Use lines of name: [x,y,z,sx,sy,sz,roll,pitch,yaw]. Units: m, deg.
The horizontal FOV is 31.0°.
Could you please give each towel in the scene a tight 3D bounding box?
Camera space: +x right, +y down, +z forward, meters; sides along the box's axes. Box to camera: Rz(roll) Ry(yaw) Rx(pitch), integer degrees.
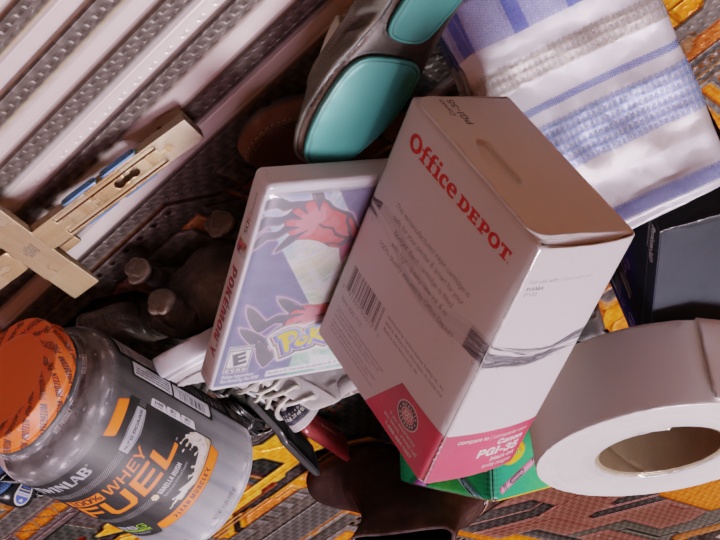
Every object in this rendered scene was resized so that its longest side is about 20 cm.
towel: [0.145,-0.113,0.852,0.147,0.024,0.200,-25,108,6]

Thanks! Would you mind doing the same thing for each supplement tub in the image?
supplement tub: [-0.185,0.121,0.966,0.122,0.123,0.200,-34,135,21]

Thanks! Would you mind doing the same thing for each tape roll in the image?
tape roll: [0.233,0.113,1.030,0.202,0.071,0.203,-4,151,-2]

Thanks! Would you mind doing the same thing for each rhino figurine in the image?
rhino figurine: [-0.134,0.020,0.975,0.200,0.060,0.087,-27,156,17]

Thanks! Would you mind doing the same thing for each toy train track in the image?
toy train track: [-0.193,-0.048,0.880,0.200,0.033,0.115,-34,137,12]

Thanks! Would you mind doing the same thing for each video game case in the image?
video game case: [0.000,0.000,0.898,0.200,0.023,0.182,-7,134,-30]

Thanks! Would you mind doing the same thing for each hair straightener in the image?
hair straightener: [-0.087,0.147,1.196,0.077,0.041,0.200,-29,145,15]

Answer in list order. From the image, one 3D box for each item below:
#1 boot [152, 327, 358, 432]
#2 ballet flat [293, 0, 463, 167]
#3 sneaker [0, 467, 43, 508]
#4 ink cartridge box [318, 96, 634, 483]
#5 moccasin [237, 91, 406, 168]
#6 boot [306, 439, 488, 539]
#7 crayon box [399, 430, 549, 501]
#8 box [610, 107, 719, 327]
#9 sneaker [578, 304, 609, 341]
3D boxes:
boot: [-0.065,0.079,0.996,0.073,0.096,0.200,-28,173,40]
ballet flat: [0.015,-0.150,0.798,0.067,0.064,0.200,7,135,-36]
sneaker: [-0.269,0.146,1.062,0.200,0.089,0.079,-36,143,20]
ink cartridge box: [0.066,0.011,0.820,0.083,0.147,0.200,-6,135,-34]
moccasin: [0.007,-0.070,0.899,0.201,0.078,0.074,15,137,-40]
boot: [0.017,0.217,1.223,0.200,0.073,0.166,-4,-170,21]
crayon box: [0.148,0.156,1.182,0.200,0.058,0.119,-5,-176,-39]
box: [0.235,-0.037,1.001,0.079,0.141,0.200,-18,146,-2]
sneaker: [0.195,0.091,1.186,0.075,0.116,0.200,-18,146,-2]
